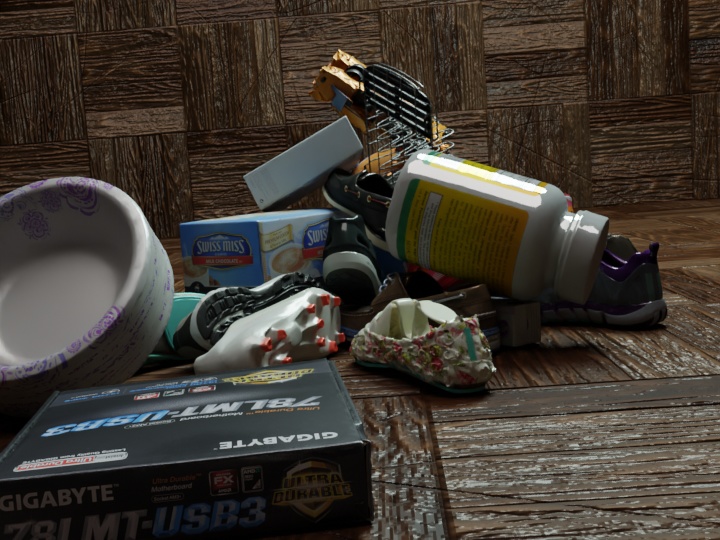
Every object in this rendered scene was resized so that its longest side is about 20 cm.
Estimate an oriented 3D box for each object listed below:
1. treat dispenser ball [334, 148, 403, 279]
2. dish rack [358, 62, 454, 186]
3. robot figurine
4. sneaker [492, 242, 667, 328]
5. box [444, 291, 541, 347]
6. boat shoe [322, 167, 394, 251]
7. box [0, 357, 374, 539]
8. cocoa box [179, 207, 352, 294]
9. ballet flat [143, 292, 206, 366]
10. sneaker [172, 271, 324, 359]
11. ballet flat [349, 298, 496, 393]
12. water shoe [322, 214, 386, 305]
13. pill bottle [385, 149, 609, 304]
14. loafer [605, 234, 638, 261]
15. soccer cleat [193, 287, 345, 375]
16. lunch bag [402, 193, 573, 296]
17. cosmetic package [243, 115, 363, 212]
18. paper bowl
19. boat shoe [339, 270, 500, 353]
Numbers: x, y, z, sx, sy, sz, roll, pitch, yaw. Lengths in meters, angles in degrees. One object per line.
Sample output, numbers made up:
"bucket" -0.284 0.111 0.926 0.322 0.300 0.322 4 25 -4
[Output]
"treat dispenser ball" 0.060 -0.072 1.322 0.197 0.205 0.201 -4 6 0
"dish rack" 0.058 -0.141 1.094 0.054 0.203 0.153 -25 40 -25
"robot figurine" 0.032 -0.207 1.230 0.199 0.058 0.145 36 30 -5
"sneaker" 0.230 0.009 0.995 0.197 0.089 0.074 1 8 38
"box" 0.104 0.046 0.967 0.038 0.042 0.199 -7 8 -33
"boat shoe" 0.014 -0.085 1.100 0.072 0.064 0.201 9 19 -27
"box" -0.100 0.104 0.556 0.196 0.051 0.198 -6 5 -6
"cocoa box" -0.102 -0.003 1.127 0.131 0.134 0.199 0 7 36
"ballet flat" -0.213 0.063 0.926 0.070 0.069 0.198 -15 -4 40
"sneaker" -0.103 0.050 0.942 0.079 0.075 0.198 -25 -14 40
"ballet flat" 0.050 0.057 0.801 0.074 0.065 0.199 -8 7 -28
"water shoe" 0.000 0.000 1.032 0.070 0.081 0.200 -1 -18 3
"pill bottle" 0.133 -0.038 0.901 0.197 0.115 0.112 18 13 19
"loafer" 0.299 -0.006 1.092 0.071 0.073 0.200 -4 -4 4
"soccer cleat" -0.077 0.060 0.857 0.076 0.071 0.199 -5 8 24
"lunch bag" 0.138 -0.017 1.065 0.173 0.083 0.200 -5 -19 -27
"cosmetic package" -0.073 -0.133 1.237 0.149 0.052 0.200 -29 1 -2
"paper bowl" -0.255 0.029 0.791 0.196 0.204 0.105 -3 -34 11
"boat shoe" 0.053 0.038 0.924 0.197 0.074 0.072 2 7 38
